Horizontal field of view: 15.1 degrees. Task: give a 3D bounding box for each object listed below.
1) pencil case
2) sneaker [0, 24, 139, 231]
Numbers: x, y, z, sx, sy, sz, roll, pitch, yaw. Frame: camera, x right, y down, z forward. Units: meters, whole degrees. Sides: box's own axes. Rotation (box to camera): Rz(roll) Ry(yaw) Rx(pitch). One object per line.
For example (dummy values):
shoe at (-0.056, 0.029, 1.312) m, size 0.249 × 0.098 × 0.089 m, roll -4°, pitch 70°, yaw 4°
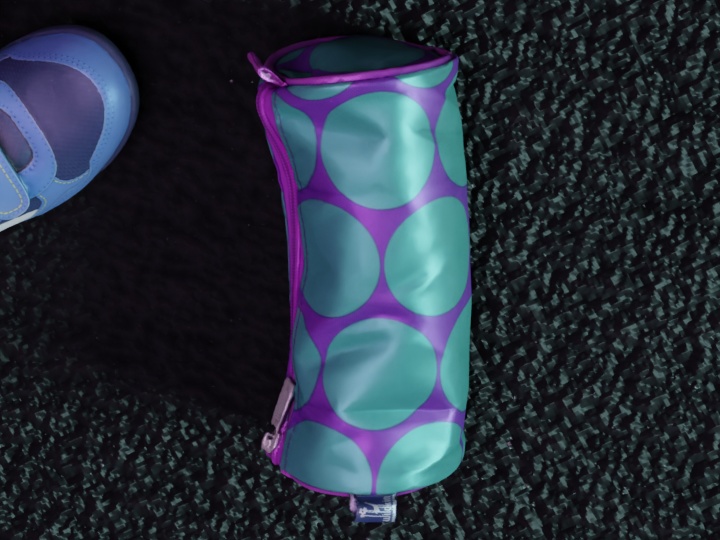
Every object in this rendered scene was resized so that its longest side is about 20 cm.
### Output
pencil case at (0.000, 0.000, 1.168) m, size 0.092 × 0.085 × 0.201 m, roll -7°, pitch 110°, yaw -16°
sneaker at (-0.185, -0.039, 1.199) m, size 0.200 × 0.082 × 0.074 m, roll -29°, pitch 100°, yaw 19°
